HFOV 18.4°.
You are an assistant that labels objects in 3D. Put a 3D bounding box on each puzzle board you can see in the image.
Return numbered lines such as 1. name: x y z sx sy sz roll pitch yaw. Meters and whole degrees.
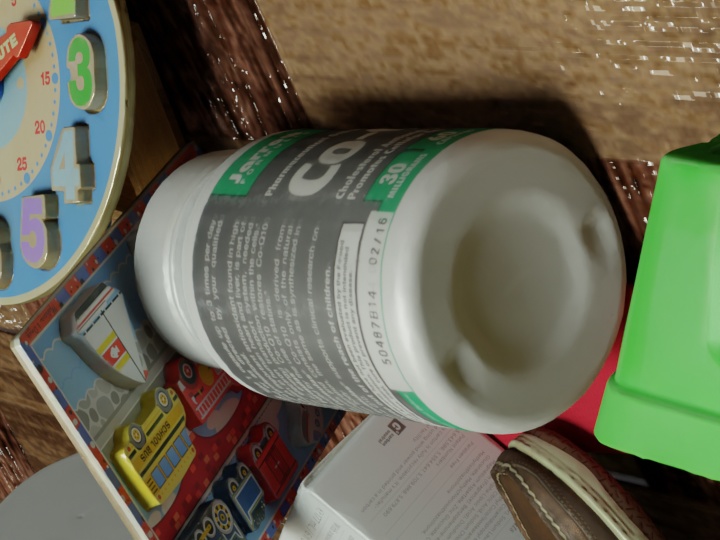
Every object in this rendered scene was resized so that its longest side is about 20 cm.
1. puzzle board: -0.069 0.045 0.977 0.017 0.200 0.151 -22 108 26

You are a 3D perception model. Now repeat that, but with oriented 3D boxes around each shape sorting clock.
1. shape sorting clock: -0.169 -0.084 1.015 0.200 0.039 0.201 -1 88 47

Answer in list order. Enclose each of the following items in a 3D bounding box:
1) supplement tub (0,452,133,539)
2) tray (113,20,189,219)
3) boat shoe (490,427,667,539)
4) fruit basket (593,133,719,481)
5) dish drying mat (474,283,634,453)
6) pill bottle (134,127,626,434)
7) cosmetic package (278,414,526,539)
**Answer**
1. supplement tub: -0.127 0.216 1.291 0.145 0.145 0.200 18 138 45
2. tray: -0.164 -0.089 1.099 0.200 0.037 0.099 20 140 45
3. boat shoe: 0.107 0.159 0.894 0.202 0.075 0.075 53 167 15
4. fruit basket: 0.189 0.057 0.659 0.215 0.155 0.216 26 126 43
5. dish drying mat: 0.077 0.042 0.922 0.200 0.018 0.077 -7 119 59
6. pill bottle: 0.000 0.000 0.882 0.200 0.113 0.113 4 127 53
7. cosmetic package: 0.063 0.153 0.989 0.200 0.081 0.113 40 152 10
